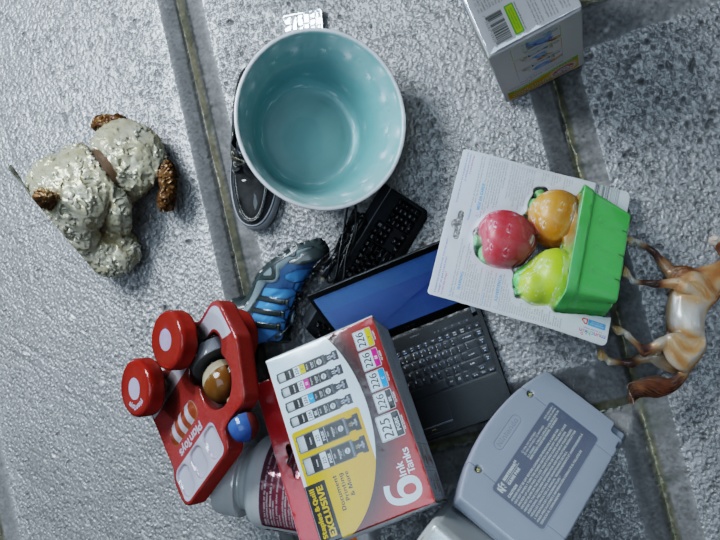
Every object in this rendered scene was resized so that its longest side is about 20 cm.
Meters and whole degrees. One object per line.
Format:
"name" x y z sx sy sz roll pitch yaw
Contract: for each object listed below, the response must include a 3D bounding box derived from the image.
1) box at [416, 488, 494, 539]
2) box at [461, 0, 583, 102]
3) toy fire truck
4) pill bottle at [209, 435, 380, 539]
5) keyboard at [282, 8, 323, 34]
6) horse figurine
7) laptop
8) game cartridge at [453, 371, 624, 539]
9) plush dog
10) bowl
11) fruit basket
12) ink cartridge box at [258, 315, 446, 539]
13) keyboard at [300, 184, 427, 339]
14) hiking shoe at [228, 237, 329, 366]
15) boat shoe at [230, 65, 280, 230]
"box" 0.107 0.372 0.942 0.170 0.199 0.202 37 99 13
"box" 0.170 -0.271 0.937 0.100 0.200 0.115 -25 81 13
"toy fire truck" -0.173 0.143 0.998 0.201 0.111 0.169 -51 57 30
"pill bottle" -0.071 0.255 1.041 0.195 0.109 0.112 5 90 15
"keyboard" -0.067 -0.221 1.100 0.055 0.011 0.205 -4 88 15
"horse figurine" 0.336 0.051 0.957 0.129 0.050 0.205 14 84 -2
"laptop" 0.060 0.095 1.011 0.174 0.103 0.204 -21 81 15
"game cartridge" 0.189 0.208 0.949 0.132 0.042 0.200 34 54 16
"plush dog" -0.325 -0.120 1.114 0.171 0.161 0.200 -42 78 -13
"bowl" -0.054 -0.165 1.027 0.196 0.105 0.206 1 86 -14
"fruit basket" 0.187 -0.027 0.964 0.195 0.094 0.189 12 66 8
"ink cartridge box" -0.024 0.180 0.944 0.172 0.084 0.204 -23 73 9
"keyboard" 0.000 0.000 1.034 0.103 0.040 0.202 27 98 -31
"hiking shoe" -0.099 0.042 1.079 0.199 0.074 0.087 -42 83 22
"boat shoe" -0.133 -0.154 1.088 0.068 0.066 0.205 7 91 15
